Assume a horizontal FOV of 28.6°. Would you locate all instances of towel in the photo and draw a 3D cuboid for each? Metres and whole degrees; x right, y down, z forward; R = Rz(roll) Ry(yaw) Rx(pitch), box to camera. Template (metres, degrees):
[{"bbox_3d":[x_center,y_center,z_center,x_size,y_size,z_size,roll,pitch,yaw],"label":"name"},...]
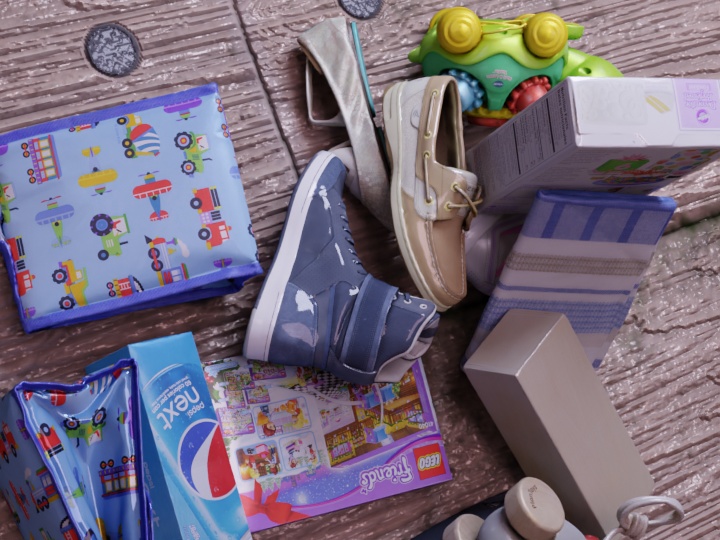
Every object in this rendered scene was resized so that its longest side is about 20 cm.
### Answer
[{"bbox_3d":[0.176,0.014,1.211,0.145,0.202,0.024,1,39,-24],"label":"towel"}]

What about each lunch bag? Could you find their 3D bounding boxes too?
[{"bbox_3d":[-0.195,0.181,0.990,0.093,0.150,0.202,-11,81,-28],"label":"lunch bag"},{"bbox_3d":[-0.194,-0.044,1.091,0.198,0.094,0.152,-12,83,-19],"label":"lunch bag"}]

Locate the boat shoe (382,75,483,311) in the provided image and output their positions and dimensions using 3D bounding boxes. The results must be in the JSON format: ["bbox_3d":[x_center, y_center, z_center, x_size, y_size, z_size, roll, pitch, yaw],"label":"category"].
[{"bbox_3d":[0.065,-0.069,1.175,0.074,0.066,0.203,11,67,-60],"label":"boat shoe"}]

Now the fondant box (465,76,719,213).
[{"bbox_3d":[0.189,-0.097,1.143,0.142,0.200,0.059,-2,80,-20],"label":"fondant box"}]

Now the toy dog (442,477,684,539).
[{"bbox_3d":[0.164,0.243,1.128,0.197,0.133,0.097,10,48,-15],"label":"toy dog"}]

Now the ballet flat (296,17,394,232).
[{"bbox_3d":[-0.009,-0.121,1.228,0.062,0.067,0.202,-16,78,1],"label":"ballet flat"}]

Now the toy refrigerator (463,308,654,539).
[{"bbox_3d":[0.169,0.133,1.197,0.076,0.070,0.201,-47,121,-28],"label":"toy refrigerator"}]

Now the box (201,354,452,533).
[{"bbox_3d":[-0.032,0.128,1.150,0.198,0.039,0.139,-9,79,-28],"label":"box"}]

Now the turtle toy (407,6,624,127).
[{"bbox_3d":[0.140,-0.178,1.255,0.197,0.146,0.103,4,100,-1],"label":"turtle toy"}]

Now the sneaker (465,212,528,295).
[{"bbox_3d":[0.152,-0.048,1.272,0.200,0.081,0.089,-40,96,-21],"label":"sneaker"}]

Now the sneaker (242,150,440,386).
[{"bbox_3d":[0.000,0.001,1.144,0.144,0.077,0.204,13,58,4],"label":"sneaker"}]

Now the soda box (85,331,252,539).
[{"bbox_3d":[-0.140,0.155,1.065,0.064,0.068,0.202,-11,81,-44],"label":"soda box"}]

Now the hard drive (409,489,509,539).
[{"bbox_3d":[0.094,0.274,1.169,0.198,0.042,0.136,-23,87,-29],"label":"hard drive"}]
